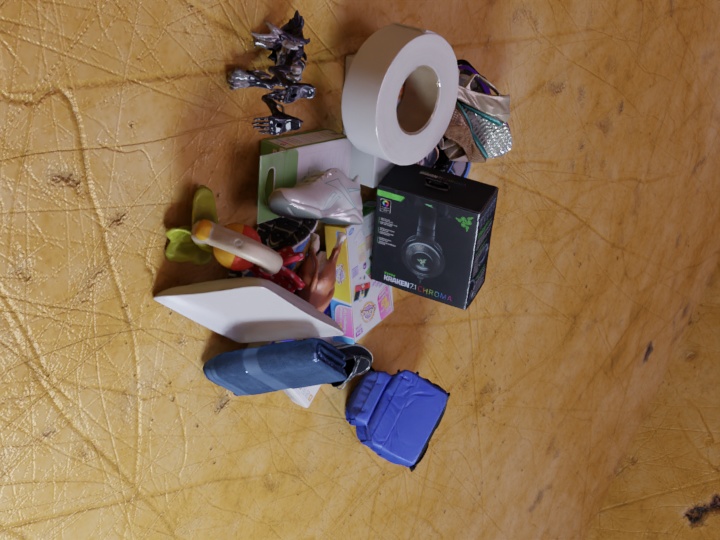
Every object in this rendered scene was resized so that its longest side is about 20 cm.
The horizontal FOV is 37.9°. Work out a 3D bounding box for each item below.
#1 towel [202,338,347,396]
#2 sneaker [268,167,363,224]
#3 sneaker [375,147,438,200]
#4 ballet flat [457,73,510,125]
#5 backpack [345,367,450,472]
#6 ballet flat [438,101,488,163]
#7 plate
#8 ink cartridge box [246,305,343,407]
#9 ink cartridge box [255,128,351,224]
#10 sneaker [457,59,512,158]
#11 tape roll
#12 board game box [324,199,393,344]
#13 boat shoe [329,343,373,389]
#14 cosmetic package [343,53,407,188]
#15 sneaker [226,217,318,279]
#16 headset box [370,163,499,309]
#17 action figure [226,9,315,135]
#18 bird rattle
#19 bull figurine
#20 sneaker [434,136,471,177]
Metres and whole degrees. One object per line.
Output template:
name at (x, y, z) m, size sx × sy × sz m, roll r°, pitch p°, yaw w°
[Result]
towel at (-0.127, 0.141, 1.565) m, size 0.112 × 0.199 × 0.049 m, roll 41°, pitch 45°, yaw -53°
sneaker at (-0.064, -0.111, 1.520) m, size 0.200 × 0.070 × 0.081 m, roll 3°, pitch 91°, yaw -58°
sneaker at (0.086, -0.170, 1.780) m, size 0.079 × 0.078 × 0.201 m, roll -1°, pitch 107°, yaw -48°
ballet flat at (0.166, -0.306, 1.759) m, size 0.199 × 0.069 × 0.070 m, roll 19°, pitch 93°, yaw -19°
backpack at (0.062, 0.257, 1.918) m, size 0.163 × 0.167 × 0.200 m, roll -56°, pitch 177°, yaw -11°
ballet flat at (0.165, -0.224, 1.785) m, size 0.065 × 0.071 × 0.200 m, roll -33°, pitch 153°, yaw 8°
plate at (-0.154, 0.053, 1.470) m, size 0.200 × 0.199 × 0.032 m, roll 34°, pitch 58°, yaw -49°
ink cartridge box at (-0.086, 0.097, 1.721) m, size 0.200 × 0.043 × 0.198 m, roll -58°, pitch 146°, yaw -18°
ink cartridge box at (-0.100, -0.143, 1.554) m, size 0.200 × 0.059 × 0.104 m, roll -20°, pitch 124°, yaw -48°
sneaker at (0.215, -0.295, 1.871) m, size 0.200 × 0.069 × 0.100 m, roll 54°, pitch 27°, yaw -36°
tape roll at (0.062, -0.264, 1.574) m, size 0.202 × 0.071 × 0.203 m, roll -29°, pitch 130°, yaw -40°
board game box at (0.000, 0.000, 1.736) m, size 0.153 × 0.040 × 0.201 m, roll -35°, pitch 126°, yaw -56°
boat shoe at (-0.035, 0.158, 1.717) m, size 0.075 × 0.062 × 0.200 m, roll -51°, pitch 153°, yaw 14°
cosmetic package at (0.029, -0.245, 1.666) m, size 0.101 × 0.071 × 0.201 m, roll -28°, pitch 130°, yaw -44°
sneaker at (-0.133, -0.018, 1.582) m, size 0.200 × 0.078 × 0.089 m, roll -53°, pitch 163°, yaw -26°
headset box at (0.116, -0.064, 1.671) m, size 0.093 × 0.173 × 0.201 m, roll -51°, pitch 153°, yaw -48°
action figure at (-0.117, -0.276, 1.405) m, size 0.102 × 0.200 × 0.119 m, roll 12°, pitch 130°, yaw -20°
bird rattle at (-0.165, -0.022, 1.416) m, size 0.113 × 0.200 × 0.163 m, roll -58°, pitch -174°, yaw -5°
bull figurine at (-0.072, 0.023, 1.550) m, size 0.200 × 0.065 × 0.122 m, roll 125°, pitch -17°, yaw -62°
sneaker at (0.138, -0.160, 1.868) m, size 0.078 × 0.070 × 0.201 m, roll 8°, pitch 102°, yaw -60°
